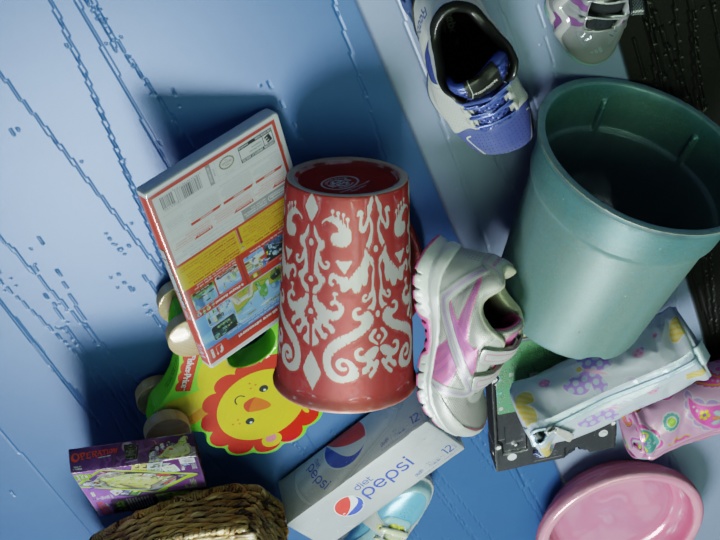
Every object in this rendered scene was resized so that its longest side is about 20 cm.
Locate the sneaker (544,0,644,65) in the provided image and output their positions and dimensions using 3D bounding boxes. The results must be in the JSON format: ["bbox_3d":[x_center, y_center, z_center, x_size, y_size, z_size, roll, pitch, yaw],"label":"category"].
[{"bbox_3d":[0.201,-0.229,1.100,0.078,0.140,0.200,-12,130,-4],"label":"sneaker"}]

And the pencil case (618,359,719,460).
[{"bbox_3d":[0.376,0.143,1.476,0.200,0.087,0.088,-14,131,-6],"label":"pencil case"}]

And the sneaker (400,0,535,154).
[{"bbox_3d":[0.092,-0.160,1.147,0.080,0.115,0.200,-24,130,7],"label":"sneaker"}]

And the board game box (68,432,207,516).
[{"bbox_3d":[-0.216,0.205,1.366,0.120,0.032,0.200,-11,160,-7],"label":"board game box"}]

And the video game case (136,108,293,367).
[{"bbox_3d":[-0.109,-0.027,1.221,0.143,0.017,0.200,-35,131,-24],"label":"video game case"}]

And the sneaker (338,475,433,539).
[{"bbox_3d":[0.025,0.322,1.514,0.079,0.131,0.200,22,120,-26],"label":"sneaker"}]

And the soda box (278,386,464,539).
[{"bbox_3d":[0.009,0.207,1.460,0.200,0.063,0.068,-39,128,18],"label":"soda box"}]

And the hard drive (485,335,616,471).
[{"bbox_3d":[0.202,0.122,1.456,0.139,0.038,0.200,-12,131,-4],"label":"hard drive"}]

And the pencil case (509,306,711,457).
[{"bbox_3d":[0.248,0.112,1.376,0.200,0.091,0.083,-27,90,6],"label":"pencil case"}]

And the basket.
[{"bbox_3d":[-0.185,0.287,1.439,0.200,0.149,0.143,-22,120,8],"label":"basket"}]

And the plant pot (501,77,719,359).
[{"bbox_3d":[0.222,-0.035,1.243,0.200,0.200,0.196,4,135,-17],"label":"plant pot"}]

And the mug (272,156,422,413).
[{"bbox_3d":[-0.012,0.000,1.246,0.133,0.178,0.200,3,114,6],"label":"mug"}]

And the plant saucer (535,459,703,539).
[{"bbox_3d":[0.299,0.291,1.609,0.200,0.051,0.201,-6,130,-8],"label":"plant saucer"}]

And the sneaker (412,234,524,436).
[{"bbox_3d":[0.103,0.068,1.243,0.088,0.081,0.200,8,122,26],"label":"sneaker"}]

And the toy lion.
[{"bbox_3d":[-0.116,0.104,1.353,0.191,0.069,0.200,0,128,-23],"label":"toy lion"}]
